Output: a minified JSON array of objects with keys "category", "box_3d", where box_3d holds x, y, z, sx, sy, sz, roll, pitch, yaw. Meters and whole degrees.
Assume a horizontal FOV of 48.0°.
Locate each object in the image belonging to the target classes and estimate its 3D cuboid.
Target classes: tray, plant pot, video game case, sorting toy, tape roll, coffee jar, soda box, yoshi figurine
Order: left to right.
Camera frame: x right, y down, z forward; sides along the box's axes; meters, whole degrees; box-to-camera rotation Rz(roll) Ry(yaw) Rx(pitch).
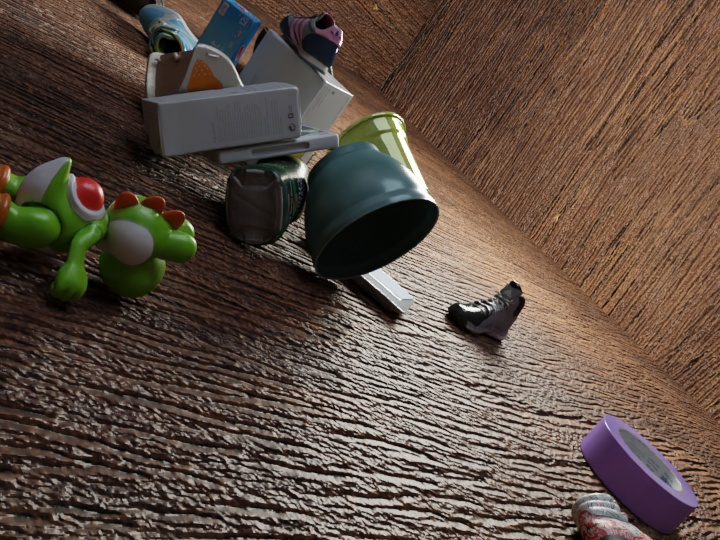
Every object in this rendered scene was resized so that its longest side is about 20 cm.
[{"category":"yoshi figurine","box_3d":[-0.246,-0.024,0.712,0.196,0.115,0.111,13,-14,-29]},{"category":"soda box","box_3d":[-0.251,-0.355,1.371,0.064,0.201,0.068,36,15,-4]},{"category":"sorting toy","box_3d":[-0.218,-0.260,1.231,0.177,0.109,0.199,12,2,-34]},{"category":"video game case","box_3d":[-0.151,-0.191,1.194,0.178,0.024,0.199,-12,19,-23]},{"category":"coffee jar","box_3d":[-0.126,-0.106,1.140,0.083,0.107,0.200,4,15,5]},{"category":"plant pot","box_3d":[-0.001,-0.098,1.175,0.199,0.199,0.136,13,46,-57]},{"category":"tray","box_3d":[0.000,0.000,1.300,0.199,0.022,0.107,41,15,5]},{"category":"plant pot","box_3d":[0.050,-0.190,1.683,0.199,0.200,0.186,14,40,-57]},{"category":"tape roll","box_3d":[0.465,0.338,1.356,0.199,0.066,0.201,37,15,-12]}]

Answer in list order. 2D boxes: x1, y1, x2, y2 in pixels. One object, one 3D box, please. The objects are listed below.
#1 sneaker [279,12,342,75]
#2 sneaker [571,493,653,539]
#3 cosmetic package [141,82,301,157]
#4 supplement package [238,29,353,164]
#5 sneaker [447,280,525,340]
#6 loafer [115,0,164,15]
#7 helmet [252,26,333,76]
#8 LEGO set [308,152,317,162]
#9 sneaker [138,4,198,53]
[{"category":"sneaker","box_3d":[-0.078,-0.403,1.371,0.069,0.083,0.201,24,22,-37]},{"category":"sneaker","box_3d":[0.357,0.356,1.048,0.199,0.068,0.109,29,21,-26]},{"category":"cosmetic package","box_3d":[-0.189,-0.209,1.104,0.196,0.076,0.101,-12,19,-25]},{"category":"supplement package","box_3d":[-0.141,-0.283,1.427,0.156,0.201,0.110,44,17,20]},{"category":"sneaker","box_3d":[0.248,0.061,1.529,0.075,0.116,0.198,48,17,33]},{"category":"loafer","box_3d":[-0.513,-0.601,1.726,0.198,0.074,0.071,33,26,-4]},{"category":"helmet","box_3d":[-0.177,-0.528,2.055,0.200,0.186,0.205,162,-90,-86]},{"category":"LEGO set","box_3d":[-0.146,-0.321,1.675,0.152,0.117,0.201,30,18,-28]},{"category":"sneaker","box_3d":[-0.391,-0.470,1.600,0.199,0.080,0.130,42,14,14]}]
